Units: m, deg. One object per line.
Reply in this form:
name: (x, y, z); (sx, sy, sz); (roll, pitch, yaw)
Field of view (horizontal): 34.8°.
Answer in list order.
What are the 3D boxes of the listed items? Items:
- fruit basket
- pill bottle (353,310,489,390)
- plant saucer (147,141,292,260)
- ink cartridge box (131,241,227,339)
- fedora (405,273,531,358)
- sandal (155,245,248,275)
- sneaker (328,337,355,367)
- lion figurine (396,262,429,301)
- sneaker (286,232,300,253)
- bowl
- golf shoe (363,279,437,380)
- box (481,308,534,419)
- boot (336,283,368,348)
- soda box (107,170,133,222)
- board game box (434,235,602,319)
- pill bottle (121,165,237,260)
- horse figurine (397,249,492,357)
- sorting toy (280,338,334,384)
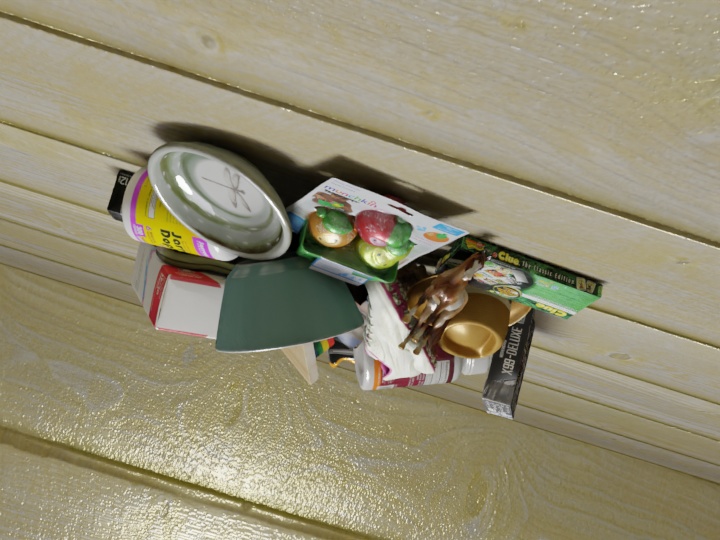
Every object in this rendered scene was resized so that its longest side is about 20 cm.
fruit basket: (0.006, -0.046, 1.374); (0.183, 0.095, 0.199); (20, 166, -21)
pill bottle: (0.093, 0.118, 1.762); (0.196, 0.117, 0.114); (-5, 173, -9)
plant saucer: (-0.163, -0.095, 1.395); (0.197, 0.051, 0.201); (22, 150, 13)
ink cartridge box: (-0.239, 0.024, 1.656); (0.145, 0.087, 0.200); (10, -164, -25)
fedora: (0.155, 0.069, 1.619); (0.196, 0.083, 0.201); (1, 153, 0)
sandal: (-0.186, -0.029, 1.610); (0.197, 0.058, 0.080); (8, -167, -21)
sneaker: (0.037, 0.142, 1.885); (0.196, 0.079, 0.078); (16, 169, -1)
lion figurine: (0.000, 0.000, 1.680); (0.197, 0.073, 0.123); (25, 148, -11)
sneaker: (-0.073, -0.061, 1.552); (0.196, 0.073, 0.083); (12, 146, 15)
bowl: (-0.100, 0.034, 1.492); (0.197, 0.107, 0.201); (-10, -174, 1)
golf shoe: (0.034, 0.077, 1.574); (0.090, 0.076, 0.202); (-21, 122, 13)
box: (0.237, 0.145, 1.828); (0.049, 0.161, 0.200); (13, 170, 11)
boot: (-0.049, 0.031, 1.638); (0.199, 0.075, 0.097); (38, 124, -6)
soda box: (-0.266, -0.083, 1.686); (0.196, 0.064, 0.071); (16, 170, -2)
board game box: (0.205, 0.011, 1.499); (0.197, 0.024, 0.105); (19, 155, -11)
pill bottle: (-0.211, -0.073, 1.533); (0.197, 0.106, 0.104); (12, 169, 21)
horse figurine: (0.104, 0.046, 1.482); (0.050, 0.133, 0.200); (38, 165, 14)
sorting toy: (-0.118, 0.049, 1.802); (0.200, 0.069, 0.200); (48, 162, 24)
